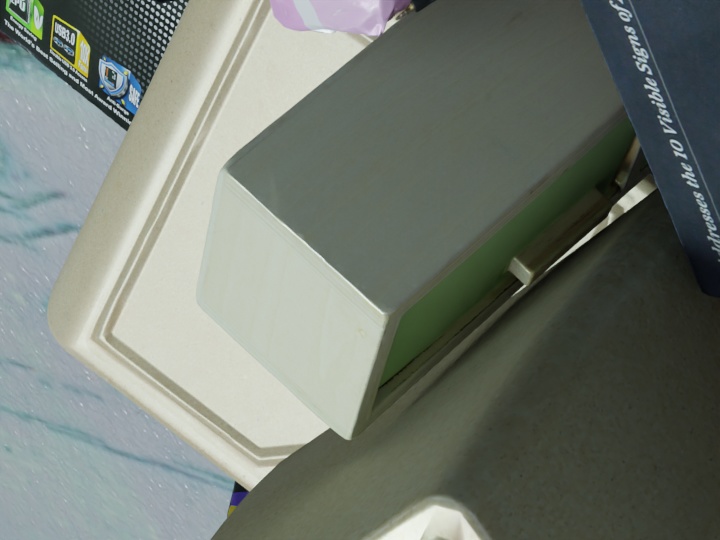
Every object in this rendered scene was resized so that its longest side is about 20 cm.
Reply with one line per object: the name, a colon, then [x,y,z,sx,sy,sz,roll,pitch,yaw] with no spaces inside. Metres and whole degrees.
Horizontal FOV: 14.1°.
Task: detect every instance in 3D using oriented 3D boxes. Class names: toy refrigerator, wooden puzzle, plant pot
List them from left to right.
wooden puzzle: [0.000,0.000,0.975,0.200,0.037,0.186,39,120,18]
toy refrigerator: [0.049,-0.045,0.836,0.070,0.200,0.076,41,151,15]
plant pot: [0.052,0.121,0.810,0.199,0.177,0.200,-37,87,31]

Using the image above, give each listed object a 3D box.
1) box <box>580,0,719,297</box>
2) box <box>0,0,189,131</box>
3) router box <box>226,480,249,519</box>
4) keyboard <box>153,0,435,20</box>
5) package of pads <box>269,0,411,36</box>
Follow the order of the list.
box: [0.154,-0.091,0.705,0.196,0.124,0.201,10,134,48]
box: [-0.047,-0.115,1.032,0.200,0.047,0.194,39,144,21]
router box: [-0.006,0.095,1.144,0.052,0.158,0.201,5,139,8]
keyboard: [0.020,-0.125,0.791,0.040,0.199,0.105,-132,27,-67]
package of pads: [-0.006,-0.178,0.834,0.076,0.120,0.201,18,140,54]
